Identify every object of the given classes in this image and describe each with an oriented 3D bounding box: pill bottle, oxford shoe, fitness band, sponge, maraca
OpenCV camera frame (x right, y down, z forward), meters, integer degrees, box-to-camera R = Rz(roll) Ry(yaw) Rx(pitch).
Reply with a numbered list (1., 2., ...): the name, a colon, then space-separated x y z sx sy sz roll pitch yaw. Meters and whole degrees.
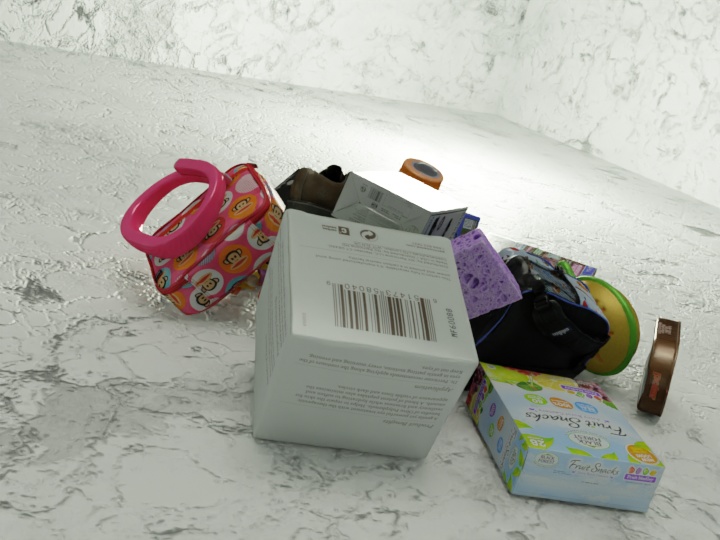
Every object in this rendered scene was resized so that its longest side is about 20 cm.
1. pill bottle: 0.064 -0.083 1.536 0.106 0.200 0.106 20 28 -11
2. oxford shoe: -0.021 -0.096 1.264 0.072 0.085 0.200 9 -2 31
3. fitness band: -0.248 -0.084 1.257 0.200 0.144 0.037 14 -26 51
4. sponge: 0.082 0.030 1.146 0.112 0.200 0.030 51 24 -37
5. maraca: 0.330 0.070 1.386 0.107 0.138 0.200 -2 29 -34

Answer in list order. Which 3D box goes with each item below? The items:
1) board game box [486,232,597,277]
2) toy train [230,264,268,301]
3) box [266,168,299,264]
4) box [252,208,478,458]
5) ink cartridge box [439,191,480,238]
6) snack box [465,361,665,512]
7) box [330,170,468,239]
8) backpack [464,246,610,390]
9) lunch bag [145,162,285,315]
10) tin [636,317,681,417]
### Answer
1. board game box: 0.277 0.024 1.575 0.199 0.097 0.159 20 19 16
2. toy train: -0.128 0.024 1.347 0.150 0.056 0.200 23 17 -1
3. box: -0.058 -0.051 1.361 0.200 0.049 0.160 30 52 19
4. box: -0.005 0.070 1.023 0.198 0.172 0.200 10 40 -14
5. ink cartridge box: 0.131 -0.054 1.605 0.076 0.137 0.200 12 14 -20
6. snack box: 0.232 0.190 1.101 0.168 0.068 0.200 11 20 -14
7. box: 0.055 -0.076 1.195 0.116 0.060 0.200 28 14 13
8. backpack: 0.227 0.074 1.260 0.190 0.200 0.154 23 36 -27
9. lunch bag: -0.194 -0.050 1.273 0.082 0.200 0.176 47 5 -35
10. tin: 0.427 0.136 1.345 0.042 0.112 0.200 10 15 17
